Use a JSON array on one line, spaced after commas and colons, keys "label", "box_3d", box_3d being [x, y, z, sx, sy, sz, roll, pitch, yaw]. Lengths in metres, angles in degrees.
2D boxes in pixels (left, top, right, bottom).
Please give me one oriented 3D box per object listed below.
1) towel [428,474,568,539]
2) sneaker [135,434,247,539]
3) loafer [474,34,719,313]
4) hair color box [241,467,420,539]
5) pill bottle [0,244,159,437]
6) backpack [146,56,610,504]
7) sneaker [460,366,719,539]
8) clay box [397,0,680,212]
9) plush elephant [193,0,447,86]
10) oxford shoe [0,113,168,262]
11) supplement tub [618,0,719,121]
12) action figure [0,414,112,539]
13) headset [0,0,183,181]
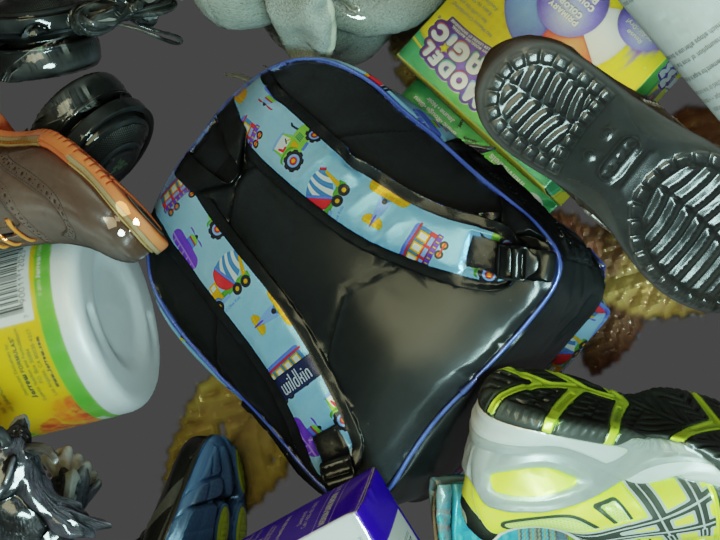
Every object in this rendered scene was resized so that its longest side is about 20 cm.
[{"label": "towel", "box_3d": [0.112, 0.194, 0.859, 0.146, 0.022, 0.200, -1, 77, -16]}, {"label": "sneaker", "box_3d": [-0.125, 0.173, 0.941, 0.083, 0.071, 0.200, 23, 81, 29]}, {"label": "loafer", "box_3d": [0.134, -0.056, 0.878, 0.200, 0.071, 0.073, 40, 104, -24]}, {"label": "hair color box", "box_3d": [-0.052, 0.189, 0.821, 0.200, 0.065, 0.109, -30, 97, 14]}, {"label": "pill bottle", "box_3d": [-0.222, 0.045, 0.977, 0.200, 0.111, 0.111, -14, 75, 14]}, {"label": "backpack", "box_3d": [0.000, 0.000, 0.898, 0.200, 0.135, 0.183, 43, 104, 21]}, {"label": "sneaker", "box_3d": [0.135, 0.101, 0.849, 0.200, 0.075, 0.077, 14, 110, -19]}, {"label": "clay box", "box_3d": [0.111, -0.127, 0.945, 0.115, 0.048, 0.200, 44, 93, 19]}, {"label": "plush elephant", "box_3d": [-0.039, -0.174, 0.942, 0.165, 0.155, 0.200, 24, 86, 20]}, {"label": "oxford shoe", "box_3d": [-0.171, -0.030, 0.902, 0.200, 0.071, 0.073, 22, 68, 46]}, {"label": "supplement tub", "box_3d": [0.211, -0.124, 0.839, 0.132, 0.132, 0.200, -39, 93, 6]}, {"label": "action figure", "box_3d": [-0.199, 0.126, 0.914, 0.102, 0.119, 0.200, -91, 26, -48]}, {"label": "headset", "box_3d": [-0.170, -0.100, 0.968, 0.200, 0.094, 0.124, -29, 87, 41]}]
